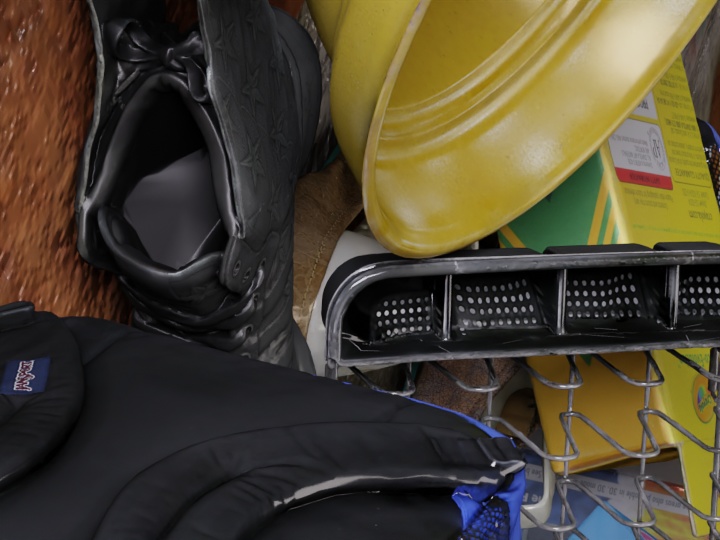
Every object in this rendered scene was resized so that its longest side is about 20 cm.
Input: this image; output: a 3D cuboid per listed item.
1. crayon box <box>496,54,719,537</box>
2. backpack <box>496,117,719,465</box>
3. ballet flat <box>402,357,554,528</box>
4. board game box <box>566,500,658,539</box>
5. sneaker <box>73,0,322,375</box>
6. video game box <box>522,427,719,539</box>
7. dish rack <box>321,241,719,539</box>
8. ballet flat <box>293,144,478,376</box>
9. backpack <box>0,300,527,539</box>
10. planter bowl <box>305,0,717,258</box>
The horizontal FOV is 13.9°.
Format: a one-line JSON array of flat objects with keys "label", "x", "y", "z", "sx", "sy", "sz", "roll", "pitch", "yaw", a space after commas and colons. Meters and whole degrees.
[{"label": "crayon box", "x": 0.098, "y": 0.002, "z": 1.086, "sx": 0.127, "sy": 0.051, "sz": 0.201, "roll": 5, "pitch": 71, "yaw": -66}, {"label": "backpack", "x": 0.144, "y": 0.029, "z": 1.264, "sx": 0.200, "sy": 0.153, "sz": 0.191, "roll": -29, "pitch": 109, "yaw": -84}, {"label": "ballet flat", "x": 0.030, "y": 0.090, "z": 1.051, "sx": 0.068, "sy": 0.067, "sz": 0.200, "roll": 82, "pitch": 26, "yaw": -52}, {"label": "board game box", "x": 0.104, "y": 0.189, "z": 1.076, "sx": 0.153, "sy": 0.040, "sz": 0.200, "roll": -48, "pitch": 130, "yaw": 6}, {"label": "sneaker", "x": -0.050, "y": -0.006, "z": 0.845, "sx": 0.104, "sy": 0.060, "sz": 0.201, "roll": -37, "pitch": 133, "yaw": -69}, {"label": "video game box", "x": 0.082, "y": 0.160, "z": 1.185, "sx": 0.047, "sy": 0.199, "sz": 0.183, "roll": -39, "pitch": 140, "yaw": -73}, {"label": "dish rack", "x": 0.057, "y": 0.085, "z": 0.947, "sx": 0.055, "sy": 0.153, "sz": 0.201, "roll": -127, "pitch": -143, "yaw": -69}, {"label": "ballet flat", "x": 0.000, "y": 0.000, "z": 0.995, "sx": 0.200, "sy": 0.072, "sz": 0.068, "roll": -41, "pitch": 144, "yaw": -65}, {"label": "backpack", "x": -0.061, "y": 0.123, "z": 0.682, "sx": 0.200, "sy": 0.162, "sz": 0.168, "roll": -38, "pitch": 130, "yaw": -54}, {"label": "planter bowl", "x": 0.040, "y": -0.108, "z": 0.865, "sx": 0.200, "sy": 0.083, "sz": 0.201, "roll": -42, "pitch": 156, "yaw": -23}]
